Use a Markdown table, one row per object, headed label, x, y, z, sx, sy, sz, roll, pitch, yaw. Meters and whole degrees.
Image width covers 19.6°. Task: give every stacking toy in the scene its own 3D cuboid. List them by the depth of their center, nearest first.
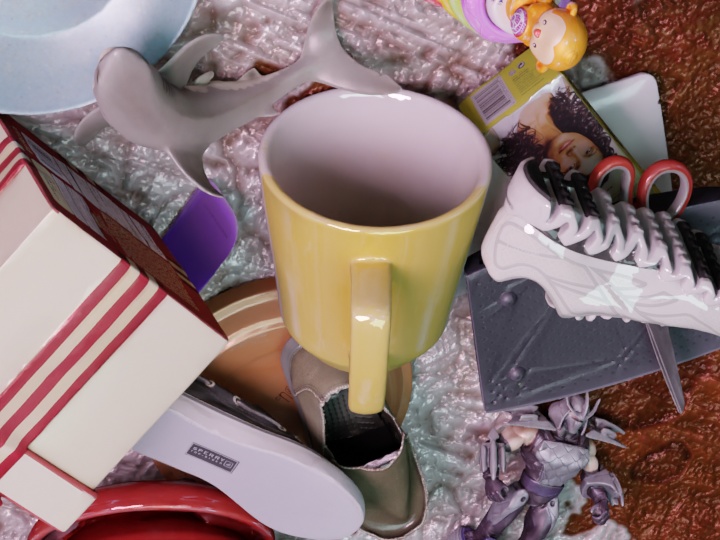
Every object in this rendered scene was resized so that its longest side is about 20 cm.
| label | x | y | z | sx | sy | sz | roll | pitch | yaw |
| --- | --- | --- | --- | --- | --- | --- | --- | --- | --- |
| stacking toy | 0.088 | -0.174 | 1.237 | 0.109 | 0.201 | 0.117 | 14 | 119 | -27 |

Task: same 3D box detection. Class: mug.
| label | x | y | z | sx | sy | sz | roll | pitch | yaw |
| --- | --- | --- | --- | --- | --- | --- | --- | --- | --- |
| mug | -0.004 | -0.006 | 1.349 | 0.187 | 0.149 | 0.154 | -45 | 151 | -41 |

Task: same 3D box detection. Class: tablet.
| label | x | y | z | sx | sy | sz | roll | pitch | yaw |
| --- | --- | --- | --- | --- | --- | --- | --- | --- | --- |
| tablet | 0.121 | -0.054 | 1.451 | 0.198 | 0.014 | 0.131 | -20 | 127 | -6 |

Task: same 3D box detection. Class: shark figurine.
| label | x | y | z | sx | sy | sz | roll | pitch | yaw |
| --- | --- | --- | --- | --- | --- | --- | --- | --- | --- |
| shark figurine | -0.087 | -0.091 | 1.294 | 0.213 | 0.090 | 0.128 | -12 | 155 | -43 |

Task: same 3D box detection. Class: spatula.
| label | x | y | z | sx | sy | sz | roll | pitch | yaw |
| --- | --- | --- | --- | --- | --- | --- | --- | --- | --- |
| spatula | -0.131 | 0.031 | 1.406 | 0.020 | 0.057 | 0.201 | -4 | 133 | -39 |

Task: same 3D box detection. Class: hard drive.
| label | x | y | z | sx | sy | sz | roll | pitch | yaw |
| --- | --- | --- | --- | --- | --- | --- | --- | --- | --- |
| hard drive | 0.167 | 0.015 | 1.417 | 0.198 | 0.042 | 0.136 | -16 | 127 | -7 |

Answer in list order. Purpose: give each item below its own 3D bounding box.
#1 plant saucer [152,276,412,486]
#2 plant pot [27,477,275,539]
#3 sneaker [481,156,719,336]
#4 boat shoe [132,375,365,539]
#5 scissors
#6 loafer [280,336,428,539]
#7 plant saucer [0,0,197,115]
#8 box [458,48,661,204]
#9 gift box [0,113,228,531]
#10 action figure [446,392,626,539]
| label | x | y | z | sx | sy | sz | roll | pitch | yaw |
| --- | --- | --- | --- | --- | --- | --- | --- | --- | --- |
| plant saucer | -0.057 | 0.095 | 1.482 | 0.199 | 0.032 | 0.202 | -10 | 126 | -14 |
| plant pot | -0.138 | 0.254 | 1.442 | 0.198 | 0.184 | 0.201 | -3 | 152 | -1 |
| sneaker | 0.168 | 0.001 | 1.331 | 0.199 | 0.075 | 0.081 | 25 | 117 | -17 |
| boat shoe | -0.080 | 0.116 | 1.410 | 0.199 | 0.057 | 0.069 | 30 | 127 | -20 |
| scissors | 0.184 | 0.013 | 1.385 | 0.073 | 0.014 | 0.202 | -10 | 119 | -12 |
| loafer | -0.002 | 0.127 | 1.459 | 0.075 | 0.070 | 0.201 | -27 | 128 | 0 |
| plant saucer | -0.192 | -0.189 | 1.233 | 0.199 | 0.039 | 0.202 | -10 | 126 | -14 |
| box | 0.152 | -0.060 | 1.418 | 0.075 | 0.050 | 0.200 | -38 | 127 | 10 |
| gift box | -0.228 | 0.025 | 1.287 | 0.187 | 0.185 | 0.200 | -48 | 122 | 5 |
| action figure | 0.132 | 0.175 | 1.581 | 0.129 | 0.070 | 0.201 | 18 | 112 | -18 |
